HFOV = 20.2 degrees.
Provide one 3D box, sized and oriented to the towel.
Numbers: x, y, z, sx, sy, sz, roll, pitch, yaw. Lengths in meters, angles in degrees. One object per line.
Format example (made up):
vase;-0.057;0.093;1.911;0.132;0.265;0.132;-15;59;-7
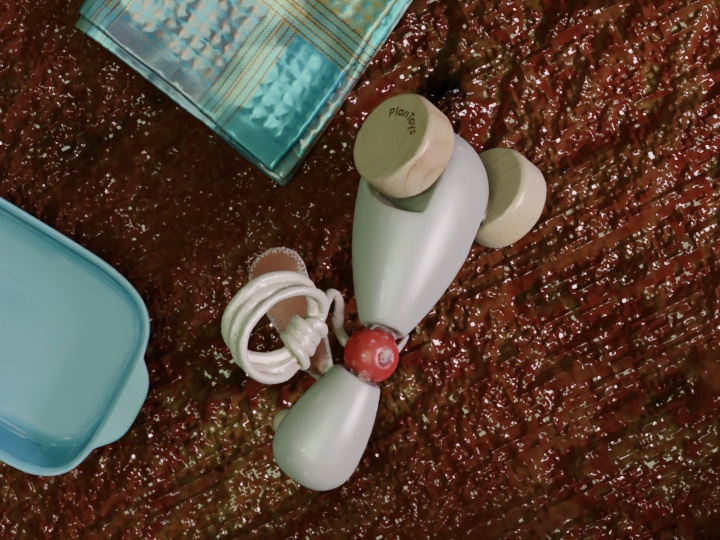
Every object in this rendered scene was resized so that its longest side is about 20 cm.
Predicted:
towel;-0.041;-0.167;1.048;0.146;0.022;0.200;37;99;8

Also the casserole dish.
casserole dish;-0.197;0.024;1.082;0.199;0.039;0.122;31;99;10

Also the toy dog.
toy dog;0.000;0.000;1.006;0.200;0.096;0.132;-46;124;-18
